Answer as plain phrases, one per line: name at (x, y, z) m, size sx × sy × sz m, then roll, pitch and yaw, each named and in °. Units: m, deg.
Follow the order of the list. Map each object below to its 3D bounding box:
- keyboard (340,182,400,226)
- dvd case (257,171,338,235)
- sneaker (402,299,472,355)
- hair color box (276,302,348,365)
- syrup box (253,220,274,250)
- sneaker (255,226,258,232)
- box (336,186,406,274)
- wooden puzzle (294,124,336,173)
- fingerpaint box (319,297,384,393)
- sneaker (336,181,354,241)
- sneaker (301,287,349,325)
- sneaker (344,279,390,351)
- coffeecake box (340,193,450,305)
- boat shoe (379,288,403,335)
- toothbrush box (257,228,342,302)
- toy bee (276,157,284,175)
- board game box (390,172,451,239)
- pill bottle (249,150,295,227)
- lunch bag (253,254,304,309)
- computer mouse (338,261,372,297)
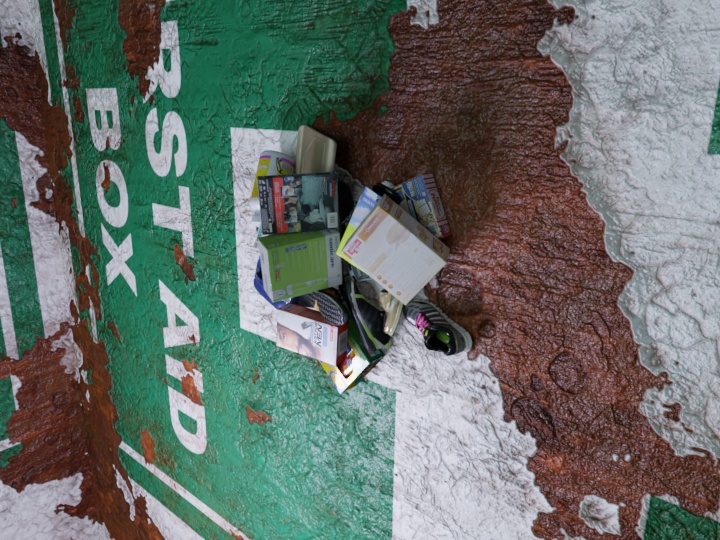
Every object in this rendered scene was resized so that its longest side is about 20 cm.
keyboard at (0.021, -0.134, 1.424) m, size 0.103 × 0.040 × 0.202 m, roll 35°, pitch 124°, yaw 4°
dvd case at (-0.152, -0.166, 1.423) m, size 0.022 × 0.195 × 0.149 m, roll -107°, pitch 14°, yaw -63°
sneaker at (0.170, 0.139, 1.378) m, size 0.199 × 0.087 × 0.075 m, roll 35°, pitch 123°, yaw 30°
hair color box at (-0.132, 0.169, 1.553) m, size 0.196 × 0.064 × 0.114 m, roll 13°, pitch 111°, yaw 28°
syrup box at (-0.178, -0.072, 1.543) m, size 0.081 × 0.197 × 0.080 m, roll 27°, pitch 100°, yaw 58°
sneaker at (-0.203, -0.094, 1.665) m, size 0.197 × 0.081 × 0.078 m, roll 28°, pitch 90°, yaw 12°
box at (0.030, -0.094, 1.385) m, size 0.121 × 0.048 × 0.202 m, roll 32°, pitch 124°, yaw 9°
wooden puzzle at (-0.119, -0.277, 1.538) m, size 0.199 × 0.037 × 0.189 m, roll 38°, pitch 127°, yaw 51°
fingerpaint box at (-0.050, 0.210, 1.606) m, size 0.202 × 0.073 × 0.167 m, roll 54°, pitch 130°, yaw 17°
sneaker at (-0.052, -0.136, 1.527) m, size 0.082 × 0.070 × 0.205 m, roll -12°, pitch 84°, yaw 54°
sneaker at (-0.076, 0.075, 1.511) m, size 0.198 × 0.089 × 0.072 m, roll 25°, pitch 127°, yaw 47°
sneaker at (0.021, 0.113, 1.509) m, size 0.072 × 0.081 × 0.204 m, roll -174°, pitch 62°, yaw -79°
coffeecake box at (0.080, -0.046, 1.316) m, size 0.199 × 0.073 × 0.154 m, roll 39°, pitch 121°, yaw -7°
boat shoe at (0.080, 0.062, 1.438) m, size 0.065 × 0.074 × 0.205 m, roll 13°, pitch 104°, yaw 3°
toothbrush box at (-0.152, -0.023, 1.473) m, size 0.086 × 0.196 × 0.149 m, roll -137°, pitch 39°, yaw -55°
toy bee at (-0.146, -0.197, 1.476) m, size 0.106 × 0.200 × 0.134 m, roll -5°, pitch 72°, yaw 0°
board game box at (0.108, -0.129, 1.390) m, size 0.198 × 0.046 × 0.155 m, roll -18°, pitch 90°, yaw 43°
pill bottle at (-0.249, -0.222, 1.604) m, size 0.103 × 0.103 × 0.205 m, roll 4°, pitch 78°, yaw 41°
lunch bag at (-0.224, 0.025, 1.674) m, size 0.199 × 0.131 × 0.138 m, roll 35°, pitch 122°, yaw 29°
computer mouse at (0.000, 0.000, 1.526) m, size 0.198 × 0.043 × 0.112 m, roll -19°, pitch 91°, yaw 46°
